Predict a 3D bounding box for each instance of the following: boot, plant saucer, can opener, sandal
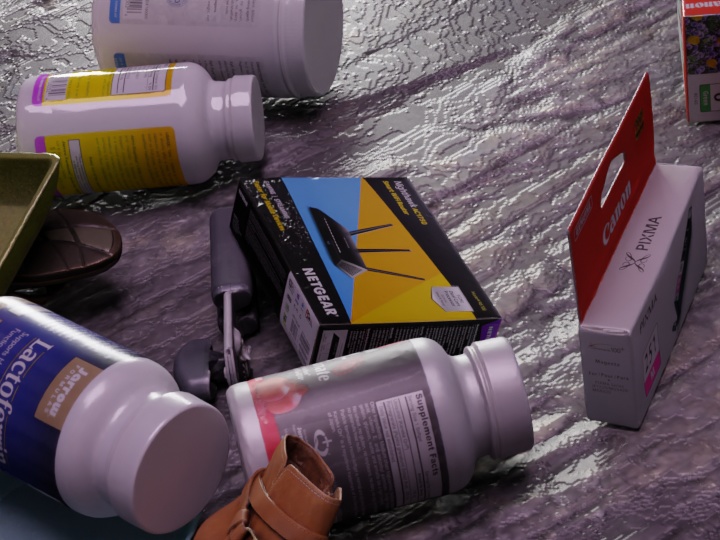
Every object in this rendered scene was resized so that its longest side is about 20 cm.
[{"bbox_3d":[-0.055,0.205,1.338,0.155,0.074,0.200,-54,38,12],"label":"boot"},{"bbox_3d":[-0.205,0.180,1.495,0.199,0.036,0.200,-5,38,4],"label":"plant saucer"},{"bbox_3d":[-0.343,-0.003,1.689,0.199,0.048,0.200,3,54,32],"label":"plant saucer"},{"bbox_3d":[-0.114,0.026,1.655,0.067,0.053,0.200,-8,37,0],"label":"can opener"},{"bbox_3d":[-0.279,0.007,1.719,0.199,0.055,0.082,-20,41,11],"label":"sandal"}]

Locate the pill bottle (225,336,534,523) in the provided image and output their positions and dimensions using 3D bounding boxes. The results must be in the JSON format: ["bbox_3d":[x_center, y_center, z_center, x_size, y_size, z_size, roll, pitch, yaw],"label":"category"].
[{"bbox_3d":[0.014,0.109,1.477,0.199,0.111,0.111,-14,38,-6],"label":"pill bottle"}]

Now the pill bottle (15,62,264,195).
[{"bbox_3d":[-0.185,-0.121,1.813,0.199,0.104,0.104,-4,39,6],"label":"pill bottle"}]

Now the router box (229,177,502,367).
[{"bbox_3d":[0.000,0.000,1.629,0.149,0.051,0.200,-1,35,-24],"label":"router box"}]

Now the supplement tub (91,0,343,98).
[{"bbox_3d":[-0.127,-0.221,1.903,0.199,0.132,0.132,4,40,15],"label":"supplement tub"}]

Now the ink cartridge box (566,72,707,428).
[{"bbox_3d":[0.204,-0.017,1.544,0.043,0.174,0.200,9,42,21],"label":"ink cartridge box"}]

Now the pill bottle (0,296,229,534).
[{"bbox_3d":[-0.194,0.101,1.470,0.200,0.116,0.116,22,48,33],"label":"pill bottle"}]

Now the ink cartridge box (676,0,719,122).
[{"bbox_3d":[0.293,-0.188,1.791,0.050,0.109,0.200,-3,39,8],"label":"ink cartridge box"}]
